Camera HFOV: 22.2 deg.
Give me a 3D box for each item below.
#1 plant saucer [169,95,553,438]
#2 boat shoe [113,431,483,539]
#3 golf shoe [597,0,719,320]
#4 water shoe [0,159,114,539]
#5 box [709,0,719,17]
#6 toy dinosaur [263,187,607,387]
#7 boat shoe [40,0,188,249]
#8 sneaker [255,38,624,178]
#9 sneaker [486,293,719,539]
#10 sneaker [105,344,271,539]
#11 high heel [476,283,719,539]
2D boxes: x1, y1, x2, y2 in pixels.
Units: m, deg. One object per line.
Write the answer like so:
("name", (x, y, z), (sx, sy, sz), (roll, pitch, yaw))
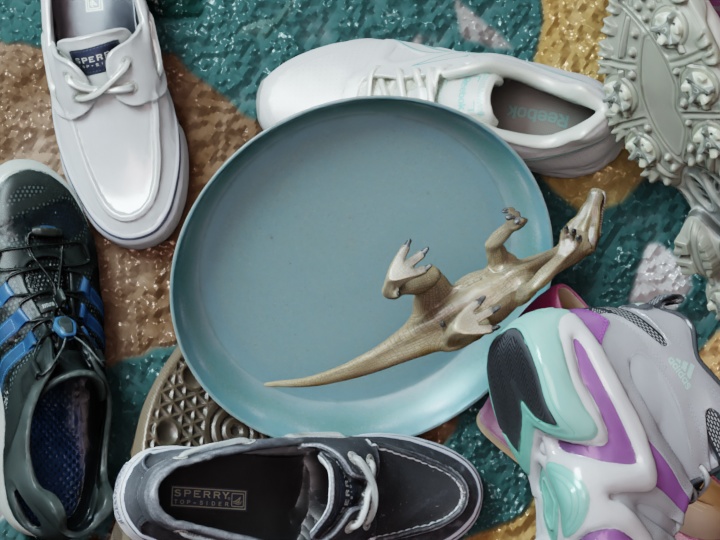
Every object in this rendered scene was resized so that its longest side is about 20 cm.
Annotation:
("plant saucer", (0.000, 0.000, 0.937), (0.199, 0.027, 0.201), (-6, 117, -11))
("boat shoe", (-0.020, 0.112, 0.916), (0.199, 0.068, 0.072), (7, 79, -24))
("golf shoe", (0.187, -0.073, 0.926), (0.097, 0.078, 0.201), (-41, 118, -33))
("water shoe", (-0.155, 0.040, 0.959), (0.071, 0.079, 0.201), (-6, 91, -33))
("box", (0.230, -0.196, 0.916), (0.200, 0.097, 0.176), (35, 88, -13))
("toy dinosaur", (0.045, 0.022, 0.895), (0.199, 0.101, 0.058), (-29, 73, -1))
("boat shoe", (-0.142, -0.111, 0.986), (0.073, 0.065, 0.201), (-15, 83, 3))
("sneaker", (0.041, -0.090, 0.962), (0.199, 0.080, 0.071), (3, 86, 7))
("sneaker", (0.145, 0.109, 0.868), (0.139, 0.078, 0.201), (-11, 97, -24))
("sneaker", (-0.106, 0.123, 0.959), (0.070, 0.075, 0.201), (27, 62, -23))
("high heel", (0.156, 0.091, 0.926), (0.200, 0.067, 0.096), (37, 129, 17))
